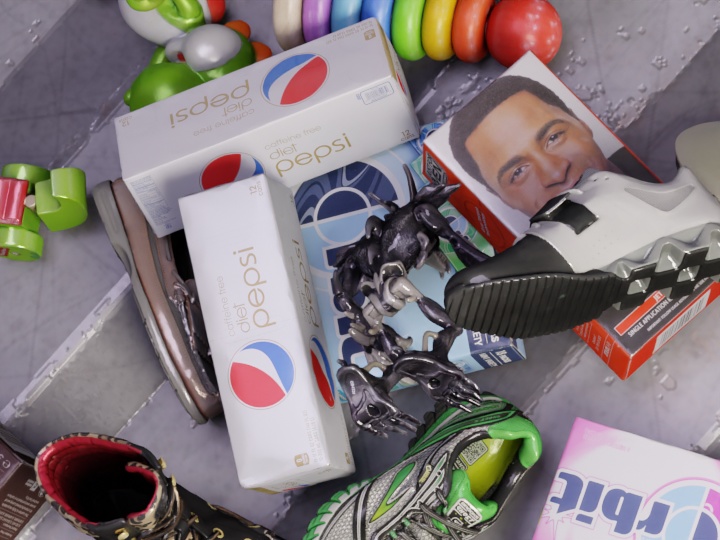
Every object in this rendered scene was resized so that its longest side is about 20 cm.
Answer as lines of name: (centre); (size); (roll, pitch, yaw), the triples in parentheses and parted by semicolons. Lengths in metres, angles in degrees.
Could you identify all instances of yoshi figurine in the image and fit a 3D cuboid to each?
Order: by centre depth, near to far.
yoshi figurine: (-0.148, -0.167, 1.802); (0.112, 0.112, 0.200); (-43, 67, 19)

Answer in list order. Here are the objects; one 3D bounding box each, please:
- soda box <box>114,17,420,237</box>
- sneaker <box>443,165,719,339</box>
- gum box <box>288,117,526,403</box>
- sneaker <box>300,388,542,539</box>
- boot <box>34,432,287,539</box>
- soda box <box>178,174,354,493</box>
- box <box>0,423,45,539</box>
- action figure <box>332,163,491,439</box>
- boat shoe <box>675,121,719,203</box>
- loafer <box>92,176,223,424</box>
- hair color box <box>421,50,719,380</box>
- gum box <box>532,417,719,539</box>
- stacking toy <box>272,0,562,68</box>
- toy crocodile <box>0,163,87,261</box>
soda box: (-0.065, -0.099, 1.724); (0.200, 0.064, 0.068); (-20, 45, 7)
sneaker: (0.135, -0.017, 1.579); (0.200, 0.074, 0.089); (-12, 61, -20)
gum box: (0.000, 0.000, 1.726); (0.200, 0.045, 0.170); (-15, 70, 14)
sneaker: (0.036, 0.156, 1.614); (0.078, 0.085, 0.200); (46, 77, -19)
boot: (-0.112, 0.175, 1.643); (0.200, 0.151, 0.073); (24, 76, 30)
soda box: (-0.062, 0.043, 1.659); (0.064, 0.068, 0.200); (-16, 78, 12)
box: (-0.316, 0.186, 1.757); (0.100, 0.075, 0.200); (39, 90, 24)
action figure: (0.037, 0.024, 1.631); (0.119, 0.102, 0.200); (-31, 32, 27)
boat shoe: (0.266, -0.033, 1.621); (0.071, 0.063, 0.200); (-25, 37, -14)
loafer: (-0.127, 0.010, 1.755); (0.063, 0.072, 0.200); (-26, 64, 1)
hair color box: (0.142, -0.037, 1.654); (0.101, 0.061, 0.200); (-41, 75, -11)
gum box: (0.215, 0.180, 1.585); (0.200, 0.066, 0.114); (16, 78, 22)
stacking toy: (0.044, -0.181, 1.755); (0.200, 0.085, 0.086); (9, 76, 16)
toy crocodile: (-0.288, -0.049, 1.827); (0.200, 0.062, 0.068); (2, 74, 19)
